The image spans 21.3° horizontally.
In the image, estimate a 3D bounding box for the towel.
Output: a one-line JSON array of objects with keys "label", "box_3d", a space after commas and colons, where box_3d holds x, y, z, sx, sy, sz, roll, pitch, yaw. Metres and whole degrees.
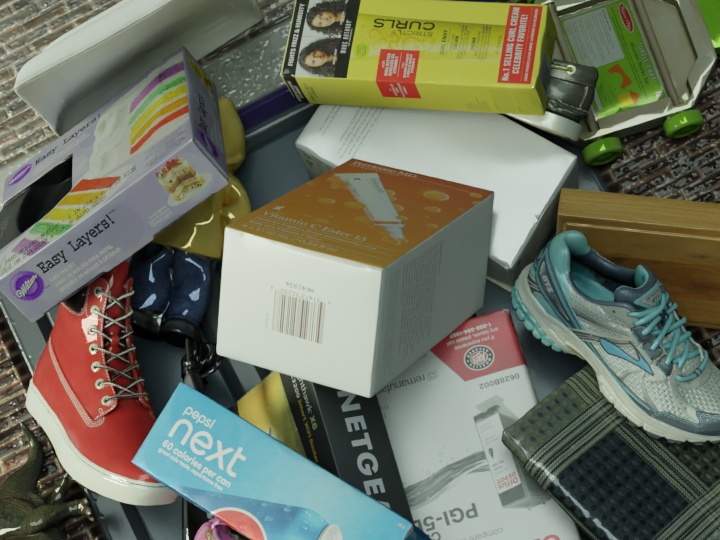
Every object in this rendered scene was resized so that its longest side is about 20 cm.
[{"label": "towel", "box_3d": [0.224, 0.146, 1.404, 0.193, 0.035, 0.200, 44, 48, 18]}]

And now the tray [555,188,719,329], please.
[{"label": "tray", "box_3d": [0.248, -0.004, 1.452, 0.199, 0.099, 0.037, 7, 41, 9]}]

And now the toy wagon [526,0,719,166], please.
[{"label": "toy wagon", "box_3d": [0.225, -0.176, 1.533, 0.199, 0.040, 0.156, -18, 74, 1]}]

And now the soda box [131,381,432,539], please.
[{"label": "soda box", "box_3d": [-0.054, 0.158, 1.305, 0.200, 0.064, 0.068, 29, 82, 23]}]

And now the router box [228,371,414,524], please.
[{"label": "router box", "box_3d": [-0.028, 0.171, 1.407, 0.052, 0.157, 0.201, -7, 70, -31]}]

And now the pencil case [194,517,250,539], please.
[{"label": "pencil case", "box_3d": [-0.116, 0.270, 1.392, 0.200, 0.086, 0.083, -58, 41, 18]}]

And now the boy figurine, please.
[{"label": "boy figurine", "box_3d": [-0.142, -0.043, 1.527, 0.124, 0.064, 0.201, 10, 76, 9]}]

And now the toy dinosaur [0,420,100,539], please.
[{"label": "toy dinosaur", "box_3d": [-0.250, 0.209, 1.465, 0.102, 0.077, 0.200, -19, 76, -6]}]

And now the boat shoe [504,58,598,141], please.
[{"label": "boat shoe", "box_3d": [0.097, -0.163, 1.509, 0.201, 0.072, 0.060, 26, 96, 29]}]

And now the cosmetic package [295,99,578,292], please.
[{"label": "cosmetic package", "box_3d": [0.061, -0.081, 1.502, 0.200, 0.085, 0.108, 32, 80, 13]}]

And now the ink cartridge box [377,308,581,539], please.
[{"label": "ink cartridge box", "box_3d": [0.074, 0.149, 1.439, 0.146, 0.083, 0.201, -18, 73, 1]}]

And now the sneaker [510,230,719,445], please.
[{"label": "sneaker", "box_3d": [0.202, 0.048, 1.396, 0.200, 0.086, 0.078, 36, 45, 12]}]

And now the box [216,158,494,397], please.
[{"label": "box", "box_3d": [0.000, 0.000, 1.373, 0.124, 0.200, 0.098, 14, 113, 22]}]

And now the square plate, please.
[{"label": "square plate", "box_3d": [-0.172, -0.179, 1.495, 0.198, 0.200, 0.028, -31, 84, -3]}]

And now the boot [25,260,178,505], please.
[{"label": "boot", "box_3d": [-0.182, 0.076, 1.428, 0.200, 0.072, 0.145, 38, 117, 47]}]

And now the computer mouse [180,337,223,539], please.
[{"label": "computer mouse", "box_3d": [-0.111, 0.148, 1.437, 0.046, 0.140, 0.201, 0, 75, -7]}]

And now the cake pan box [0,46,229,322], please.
[{"label": "cake pan box", "box_3d": [-0.194, -0.067, 1.469, 0.200, 0.184, 0.052, -34, 115, 13]}]

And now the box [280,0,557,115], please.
[{"label": "box", "box_3d": [0.045, -0.164, 1.451, 0.199, 0.050, 0.075, 6, 71, 17]}]
